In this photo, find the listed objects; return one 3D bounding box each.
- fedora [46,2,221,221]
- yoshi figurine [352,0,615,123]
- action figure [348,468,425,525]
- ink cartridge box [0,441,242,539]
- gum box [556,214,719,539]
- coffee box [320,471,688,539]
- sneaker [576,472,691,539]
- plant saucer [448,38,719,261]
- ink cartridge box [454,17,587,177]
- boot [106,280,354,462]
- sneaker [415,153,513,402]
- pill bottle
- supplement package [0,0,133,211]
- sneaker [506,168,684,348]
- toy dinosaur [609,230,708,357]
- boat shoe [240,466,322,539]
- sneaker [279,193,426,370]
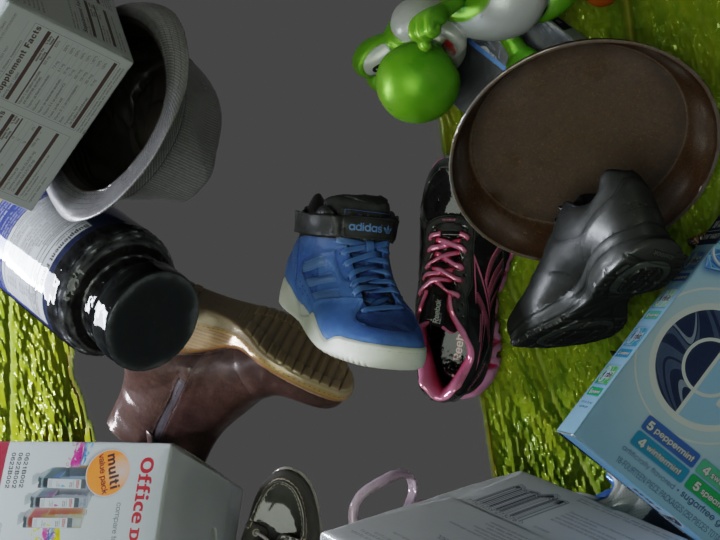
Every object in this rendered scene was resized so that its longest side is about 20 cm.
[{"bbox_3d":[-0.171,-0.116,1.339,0.177,0.090,0.200,-51,43,16],"label":"fedora"},{"bbox_3d":[0.084,-0.169,1.215,0.200,0.112,0.112,-29,97,25],"label":"yoshi figurine"},{"bbox_3d":[0.024,0.290,1.381,0.149,0.134,0.200,47,146,40],"label":"action figure"},{"bbox_3d":[-0.221,0.229,1.408,0.200,0.145,0.145,-2,67,20],"label":"ink cartridge box"},{"bbox_3d":[0.268,0.089,1.203,0.170,0.045,0.200,39,83,-6],"label":"gum box"},{"bbox_3d":[0.109,0.285,1.221,0.200,0.200,0.198,18,113,49],"label":"coffee box"},{"bbox_3d":[0.192,0.247,1.333,0.146,0.081,0.200,46,121,19],"label":"sneaker"},{"bbox_3d":[0.162,-0.092,1.236,0.200,0.035,0.200,-4,130,-5],"label":"plant saucer"},{"bbox_3d":[0.126,-0.147,1.280,0.200,0.039,0.099,38,111,8],"label":"ink cartridge box"},{"bbox_3d":[-0.112,0.107,1.421,0.200,0.072,0.166,26,122,11],"label":"boot"},{"bbox_3d":[0.072,0.011,1.305,0.079,0.095,0.200,3,102,21],"label":"sneaker"},{"bbox_3d":[-0.220,0.001,1.357,0.200,0.112,0.112,32,114,42],"label":"pill bottle"},{"bbox_3d":[-0.279,-0.176,1.323,0.111,0.200,0.156,24,116,-32],"label":"supplement package"},{"bbox_3d":[0.167,-0.005,1.244,0.200,0.076,0.091,-46,49,53],"label":"sneaker"},{"bbox_3d":[0.263,0.077,1.256,0.136,0.102,0.200,-20,73,6],"label":"toy dinosaur"},{"bbox_3d":[-0.079,0.267,1.438,0.067,0.057,0.200,17,107,16],"label":"boat shoe"},{"bbox_3d":[-0.001,0.000,1.294,0.077,0.200,0.111,7,104,-23],"label":"sneaker"}]
